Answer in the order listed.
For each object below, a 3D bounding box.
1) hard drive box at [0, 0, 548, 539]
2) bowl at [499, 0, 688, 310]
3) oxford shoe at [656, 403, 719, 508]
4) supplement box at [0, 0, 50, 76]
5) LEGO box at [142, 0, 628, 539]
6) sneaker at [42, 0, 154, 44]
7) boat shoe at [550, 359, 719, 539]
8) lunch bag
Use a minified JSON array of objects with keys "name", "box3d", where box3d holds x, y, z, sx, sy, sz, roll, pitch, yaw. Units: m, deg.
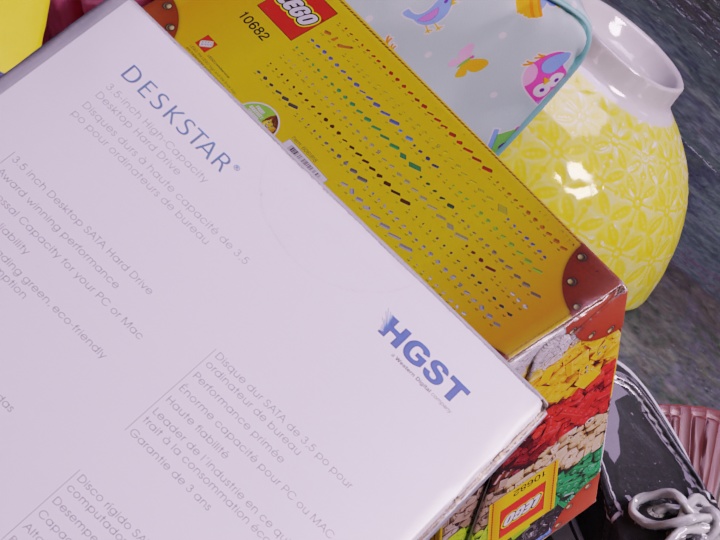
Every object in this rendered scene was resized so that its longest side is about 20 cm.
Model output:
[{"name":"hard drive box","box3d":[-0.078,0.052,0.547,0.156,0.077,0.200,45,57,6]},{"name":"bowl","box3d":[0.112,-0.085,1.244,0.200,0.108,0.200,34,23,-16]},{"name":"oxford shoe","box3d":[0.068,0.082,0.949,0.199,0.075,0.071,16,69,-22]},{"name":"supplement box","box3d":[-0.172,-0.126,0.787,0.109,0.109,0.200,27,49,-28]},{"name":"LEGO box","box3d":[0.000,0.000,0.835,0.077,0.149,0.200,-32,62,-19]},{"name":"sneaker","box3d":[-0.079,-0.124,0.947,0.199,0.079,0.096,20,55,12]},{"name":"boat shoe","box3d":[0.122,0.115,0.871,0.073,0.068,0.200,0,63,-28]},{"name":"lunch bag","box3d":[0.003,-0.115,1.058,0.200,0.160,0.077,19,31,-40]}]
